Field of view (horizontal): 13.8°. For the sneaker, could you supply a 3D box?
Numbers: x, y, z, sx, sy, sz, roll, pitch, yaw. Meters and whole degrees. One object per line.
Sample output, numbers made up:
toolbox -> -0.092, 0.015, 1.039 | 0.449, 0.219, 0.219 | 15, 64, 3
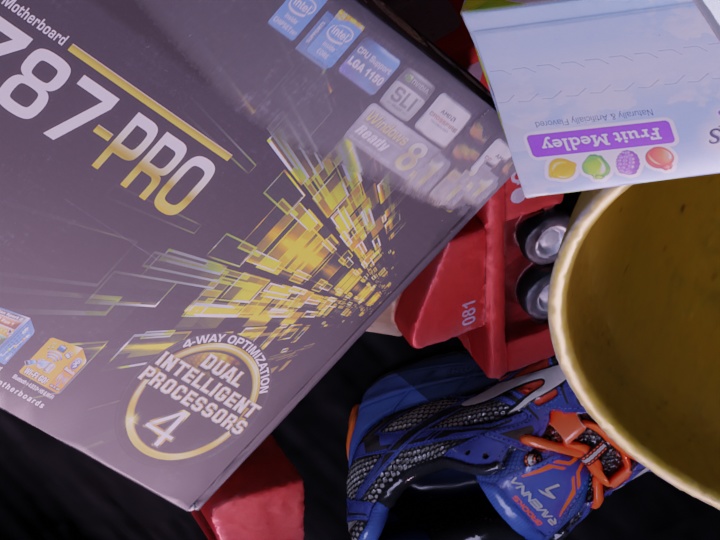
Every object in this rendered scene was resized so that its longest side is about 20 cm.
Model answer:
sneaker -> 0.075, 0.060, 1.046 | 0.200, 0.079, 0.075 | -27, 118, 34

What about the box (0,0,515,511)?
box -> -0.066, -0.032, 0.859 | 0.161, 0.049, 0.200 | -48, 135, 7

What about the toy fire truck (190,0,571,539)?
toy fire truck -> 0.000, 0.000, 0.988 | 0.141, 0.049, 0.201 | -19, 132, -18

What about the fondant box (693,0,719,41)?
fondant box -> 0.129, -0.156, 0.647 | 0.200, 0.058, 0.145 | -33, 93, 24

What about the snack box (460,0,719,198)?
snack box -> 0.130, -0.112, 0.803 | 0.168, 0.200, 0.068 | -6, 127, 22

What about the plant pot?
plant pot -> 0.164, -0.031, 0.889 | 0.199, 0.142, 0.200 | 8, 142, 7
